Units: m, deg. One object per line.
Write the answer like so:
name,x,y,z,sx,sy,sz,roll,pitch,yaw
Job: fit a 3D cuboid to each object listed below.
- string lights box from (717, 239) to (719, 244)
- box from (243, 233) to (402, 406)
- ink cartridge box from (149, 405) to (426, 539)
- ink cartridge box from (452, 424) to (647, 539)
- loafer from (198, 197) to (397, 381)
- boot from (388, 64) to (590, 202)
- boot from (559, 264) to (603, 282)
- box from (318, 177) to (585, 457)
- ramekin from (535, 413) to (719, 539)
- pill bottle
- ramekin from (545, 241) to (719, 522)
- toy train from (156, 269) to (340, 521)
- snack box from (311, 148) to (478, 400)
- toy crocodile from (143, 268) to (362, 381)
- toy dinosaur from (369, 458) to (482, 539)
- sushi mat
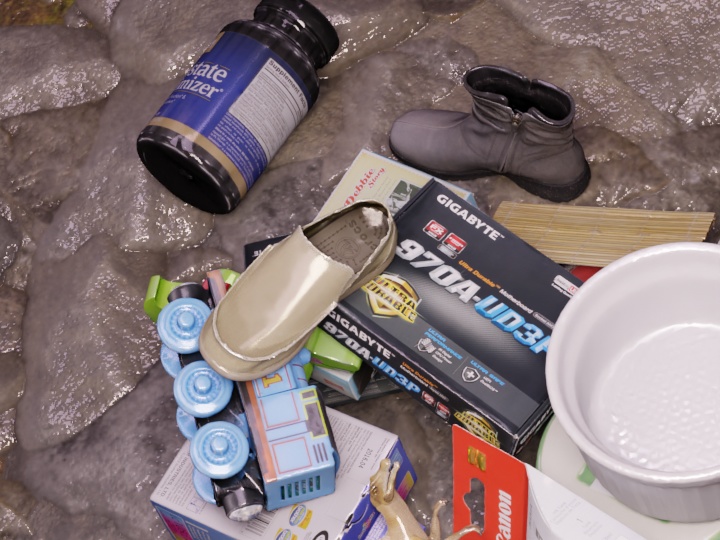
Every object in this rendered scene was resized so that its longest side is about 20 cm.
string lights box,0.389,-0.006,1.672,0.198,0.103,0.059,8,56,-7
box,0.002,0.032,1.835,0.199,0.046,0.160,-13,56,9
ink cartridge box,-0.048,0.181,1.698,0.199,0.076,0.137,20,65,29
ink cartridge box,0.134,0.226,1.601,0.199,0.161,0.047,30,51,31
loafer,-0.046,0.005,1.621,0.076,0.068,0.200,39,59,14
boot,0.107,-0.136,1.871,0.199,0.132,0.070,11,62,23
boot,0.241,0.002,1.779,0.199,0.073,0.145,-27,52,3
box,0.087,0.038,1.691,0.200,0.046,0.159,36,58,16
ramekin,0.230,0.168,1.650,0.199,0.098,0.201,-8,56,12
pill bottle,-0.108,-0.159,1.966,0.111,0.112,0.200,24,67,29
ramekin,0.243,0.088,1.578,0.199,0.098,0.202,-8,55,12
toy train,-0.088,0.094,1.649,0.113,0.087,0.201,-13,66,-9
snack box,0.000,0.000,1.793,0.116,0.037,0.201,24,69,28
toy crocodile,-0.084,0.041,1.736,0.199,0.062,0.068,16,69,25
toy dinosaur,0.043,0.247,1.632,0.100,0.058,0.202,0,79,-5
sushi mat,0.193,-0.028,1.784,0.199,0.012,0.096,5,30,27
